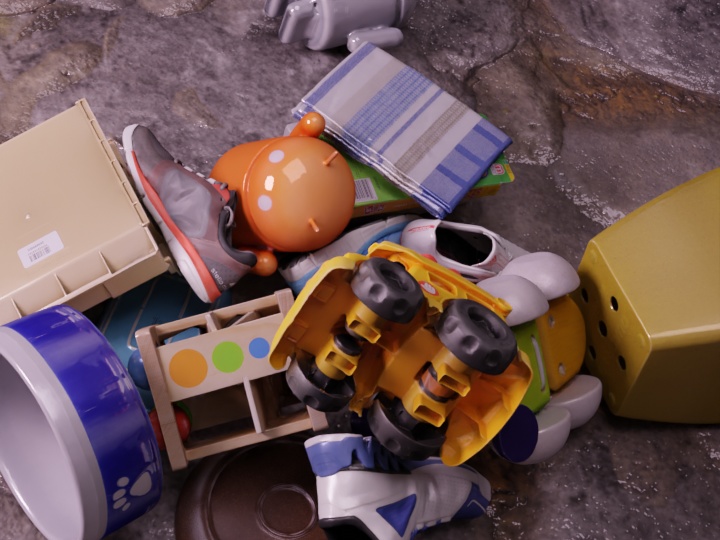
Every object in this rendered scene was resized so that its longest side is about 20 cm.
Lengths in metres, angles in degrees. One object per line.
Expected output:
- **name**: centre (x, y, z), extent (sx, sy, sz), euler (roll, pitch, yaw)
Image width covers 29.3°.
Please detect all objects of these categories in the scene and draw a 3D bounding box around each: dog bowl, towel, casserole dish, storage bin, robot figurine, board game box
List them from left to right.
- **storage bin**: centre (-0.302, -0.031, 1.319), extent (0.200, 0.094, 0.199), euler (-28, 61, -6)
- **dog bowl**: centre (-0.254, 0.133, 1.173), extent (0.079, 0.200, 0.200), euler (-25, 61, -31)
- **casserole dish**: centre (-0.198, 0.053, 1.354), extent (0.121, 0.039, 0.200), euler (17, 51, 1)
- **robot figurine**: centre (-0.080, -0.077, 1.368), extent (0.144, 0.200, 0.117), euler (-34, 107, -25)
- **robot figurine**: centre (-0.013, -0.331, 1.653), extent (0.200, 0.113, 0.170), euler (-20, 74, -26)
- **towel**: centre (0.044, -0.150, 1.440), extent (0.200, 0.024, 0.147), euler (35, 54, 8)
- **board game box**: centre (0.056, -0.112, 1.445), extent (0.200, 0.030, 0.096), euler (-11, 61, -18)

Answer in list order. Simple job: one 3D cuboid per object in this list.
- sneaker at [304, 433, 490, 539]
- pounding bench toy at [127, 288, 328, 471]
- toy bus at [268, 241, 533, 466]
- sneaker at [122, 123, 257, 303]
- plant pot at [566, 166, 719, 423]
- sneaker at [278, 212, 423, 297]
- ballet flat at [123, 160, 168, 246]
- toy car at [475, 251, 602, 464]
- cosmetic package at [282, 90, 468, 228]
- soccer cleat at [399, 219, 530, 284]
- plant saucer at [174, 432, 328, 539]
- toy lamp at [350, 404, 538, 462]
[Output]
- **sneaker**: centre (0.026, 0.220, 1.220), extent (0.199, 0.081, 0.115), euler (21, 63, -41)
- **pounding bench toy**: centre (-0.125, 0.096, 1.266), extent (0.156, 0.200, 0.124), euler (-15, 91, -4)
- **toy bus**: centre (0.035, 0.040, 1.180), extent (0.200, 0.136, 0.192), euler (29, 29, -15)
- **sneaker**: centre (-0.160, -0.065, 1.325), extent (0.082, 0.077, 0.200), euler (-29, 72, -3)
- **plant pot**: centre (0.318, 0.039, 1.383), extent (0.176, 0.200, 0.200), euler (-12, 56, -17)
- **sneaker**: centre (0.000, 0.000, 1.431), extent (0.200, 0.078, 0.090), euler (-26, 99, -42)
- **ballet flat**: centre (-0.211, -0.068, 1.404), extent (0.200, 0.074, 0.074), euler (26, 51, 19)
- **toy car**: centre (0.137, 0.084, 1.334), extent (0.150, 0.175, 0.200), euler (-6, 12, 31)
- **cosmetic package**: centre (0.021, -0.116, 1.508), extent (0.200, 0.085, 0.108), euler (-16, 61, -22)
- **soccer cleat**: centre (0.135, -0.006, 1.420), extent (0.200, 0.085, 0.069), euler (21, 73, -20)
- **plant saucer**: centre (-0.068, 0.224, 1.253), extent (0.200, 0.032, 0.200), euler (6, 52, -7)
- **toy lamp**: centre (0.069, 0.144, 1.261), extent (0.058, 0.200, 0.058), euler (3, 85, -41)
